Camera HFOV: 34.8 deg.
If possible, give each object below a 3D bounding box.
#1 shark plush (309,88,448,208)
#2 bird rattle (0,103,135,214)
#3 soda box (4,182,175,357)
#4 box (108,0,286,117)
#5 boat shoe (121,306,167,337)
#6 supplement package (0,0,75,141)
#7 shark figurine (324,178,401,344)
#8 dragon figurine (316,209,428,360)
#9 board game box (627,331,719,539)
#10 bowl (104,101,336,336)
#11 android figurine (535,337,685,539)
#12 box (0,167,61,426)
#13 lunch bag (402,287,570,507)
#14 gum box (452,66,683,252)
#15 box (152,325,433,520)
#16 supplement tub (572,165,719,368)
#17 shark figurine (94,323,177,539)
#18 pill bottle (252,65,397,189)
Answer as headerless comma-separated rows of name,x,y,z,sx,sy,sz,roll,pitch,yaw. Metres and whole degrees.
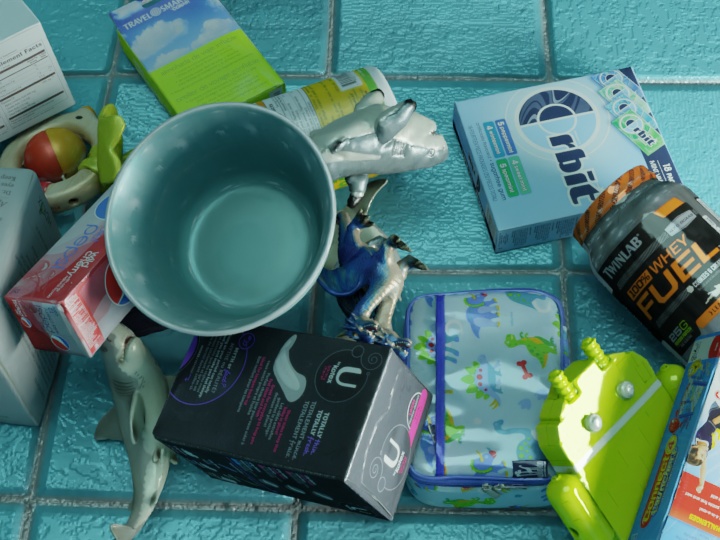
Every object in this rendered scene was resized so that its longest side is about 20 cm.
shark plush,-0.008,-0.097,1.088,0.200,0.083,0.091,-35,27,-24
bird rattle,-0.316,-0.096,1.207,0.200,0.113,0.163,-31,50,-1
soda box,-0.221,-0.015,1.026,0.070,0.064,0.200,5,42,30
box,-0.184,-0.237,1.290,0.122,0.048,0.200,-30,62,-15
boat shoe,-0.168,-0.007,1.126,0.200,0.093,0.075,-22,35,-5
supplement package,-0.429,-0.234,1.240,0.156,0.111,0.200,-31,51,-15
shark figurine,0.017,0.002,1.120,0.128,0.089,0.215,-40,44,7
dragon figurine,-0.007,0.005,1.030,0.099,0.059,0.200,-47,42,-4
board game box,0.345,0.180,0.955,0.200,0.056,0.196,25,76,-7
bowl,-0.107,-0.032,0.989,0.200,0.105,0.201,-3,74,12
android figurine,0.227,0.153,0.983,0.182,0.041,0.200,-37,101,-27
box,-0.390,0.022,1.060,0.198,0.200,0.172,5,57,4
lunch bag,0.112,0.116,1.053,0.160,0.083,0.200,0,59,6
gum box,0.214,-0.119,1.205,0.199,0.045,0.170,-11,60,-5
box,-0.057,0.127,0.999,0.200,0.106,0.123,7,65,31
supplement tub,0.302,0.003,1.075,0.122,0.123,0.200,-37,70,-18
shark figurine,-0.215,0.164,1.046,0.089,0.128,0.215,-10,69,26
pill bottle,-0.062,-0.129,1.184,0.200,0.111,0.111,-20,61,-9
